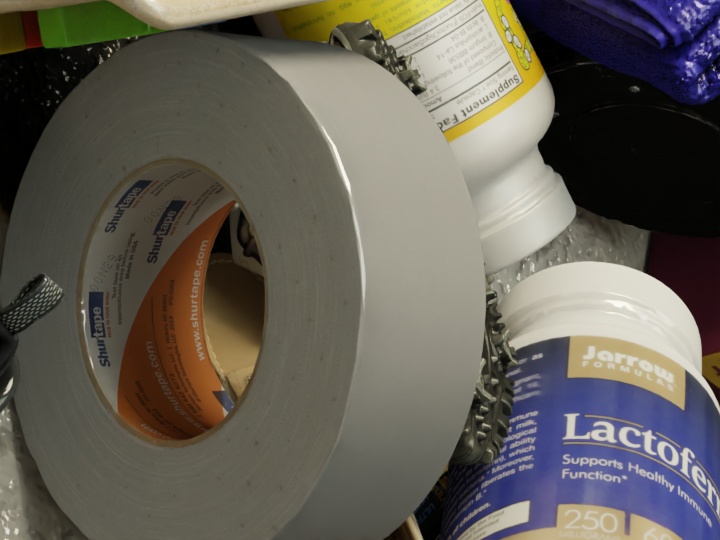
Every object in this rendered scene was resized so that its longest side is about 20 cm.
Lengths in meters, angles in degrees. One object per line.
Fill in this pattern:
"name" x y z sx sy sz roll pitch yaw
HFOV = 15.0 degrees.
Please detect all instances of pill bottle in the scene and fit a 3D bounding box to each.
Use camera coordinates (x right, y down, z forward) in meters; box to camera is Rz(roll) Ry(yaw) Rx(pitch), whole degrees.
"pill bottle" 0.091 0.094 1.115 0.116 0.116 0.200 47 30 -27
"pill bottle" 0.019 -0.096 1.204 0.104 0.104 0.200 -42 109 -46

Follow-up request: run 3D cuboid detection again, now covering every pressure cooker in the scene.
"pressure cooker" 0.167 -0.137 1.315 0.176 0.179 0.200 26 63 -22

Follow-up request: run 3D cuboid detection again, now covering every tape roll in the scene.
"tape roll" -0.048 0.012 1.020 0.066 0.200 0.201 2 75 -46

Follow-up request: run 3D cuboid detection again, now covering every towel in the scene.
"towel" 0.120 -0.166 1.212 0.148 0.200 0.050 -52 135 -5

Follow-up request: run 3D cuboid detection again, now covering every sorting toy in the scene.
"sorting toy" -0.090 -0.102 1.022 0.185 0.200 0.037 -17 106 -49

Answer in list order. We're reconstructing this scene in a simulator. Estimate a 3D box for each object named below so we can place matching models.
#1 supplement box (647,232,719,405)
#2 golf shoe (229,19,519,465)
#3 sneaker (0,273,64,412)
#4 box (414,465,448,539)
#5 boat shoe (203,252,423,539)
"supplement box" 0.255 0.042 1.399 0.200 0.131 0.103 35 54 -34
"golf shoe" 0.000 0.000 1.102 0.078 0.094 0.200 47 22 -56
"sneaker" -0.150 0.009 0.953 0.078 0.140 0.200 38 52 -33
"box" 0.034 0.162 1.178 0.200 0.050 0.199 -43 108 -46
"boat shoe" -0.020 0.066 1.088 0.071 0.065 0.200 -9 57 -33
